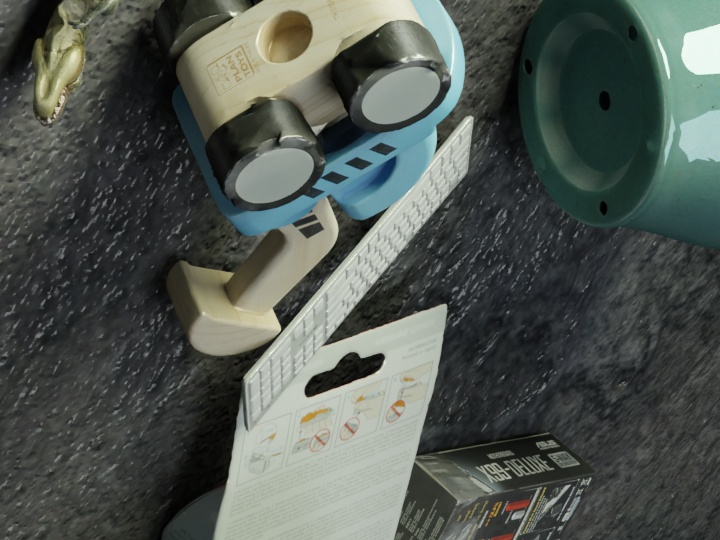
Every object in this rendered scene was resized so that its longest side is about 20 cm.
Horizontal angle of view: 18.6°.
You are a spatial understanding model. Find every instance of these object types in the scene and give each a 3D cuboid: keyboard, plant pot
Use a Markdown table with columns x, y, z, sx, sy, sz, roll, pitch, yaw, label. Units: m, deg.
| x | y | z | sx | sy | sz | roll | pitch | yaw | label |
| --- | --- | --- | --- | --- | --- | --- | --- | --- | --- |
| 0.000 | 0.000 | 1.155 | 0.200 | 0.011 | 0.056 | -50 | 168 | -25 | keyboard |
| 0.196 | -0.099 | 1.197 | 0.188 | 0.200 | 0.200 | -8 | 131 | -29 | plant pot |

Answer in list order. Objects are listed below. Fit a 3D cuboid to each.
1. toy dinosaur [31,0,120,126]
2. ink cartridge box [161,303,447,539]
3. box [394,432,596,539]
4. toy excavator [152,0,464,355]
| x | y | z | sx | sy | sz | roll | pitch | yaw | label |
| --- | --- | --- | --- | --- | --- | --- | --- | --- | --- |
| -0.089 | -0.151 | 0.888 | 0.200 | 0.047 | 0.088 | -50 | 164 | 8 | toy dinosaur |
| -0.036 | 0.113 | 1.250 | 0.160 | 0.047 | 0.200 | -18 | 130 | -42 | ink cartridge box |
| 0.056 | 0.208 | 1.457 | 0.158 | 0.050 | 0.200 | -4 | 126 | -50 | box |
| -0.028 | -0.046 | 1.020 | 0.194 | 0.100 | 0.200 | -31 | 148 | 7 | toy excavator |
